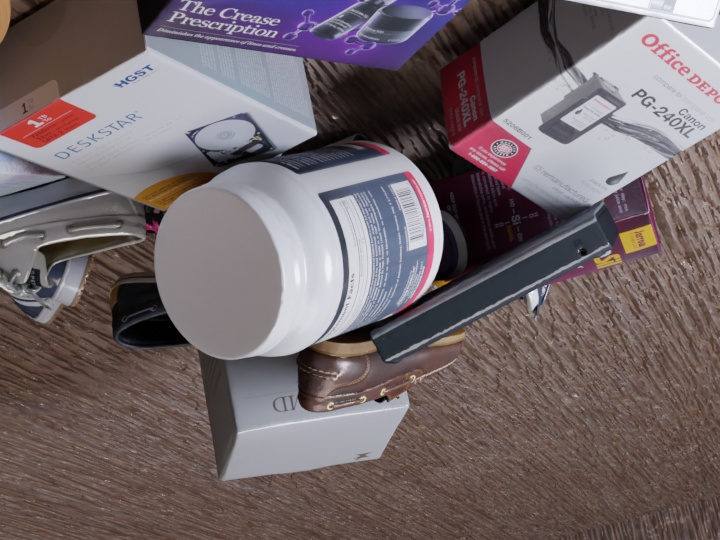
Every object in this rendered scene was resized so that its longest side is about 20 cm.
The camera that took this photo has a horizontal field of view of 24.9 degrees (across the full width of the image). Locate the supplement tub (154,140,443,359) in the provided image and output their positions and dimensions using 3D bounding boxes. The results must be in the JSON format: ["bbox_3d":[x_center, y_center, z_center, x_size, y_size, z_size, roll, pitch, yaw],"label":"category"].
[{"bbox_3d":[-0.043,-0.016,1.216,0.140,0.141,0.199,-29,173,38],"label":"supplement tub"}]

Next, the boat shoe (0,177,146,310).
[{"bbox_3d":[-0.261,-0.010,1.278,0.200,0.087,0.075,-17,168,-3],"label":"boat shoe"}]

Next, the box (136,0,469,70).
[{"bbox_3d":[-0.028,-0.204,1.043,0.198,0.080,0.141,3,152,-33],"label":"box"}]

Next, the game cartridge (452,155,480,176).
[{"bbox_3d":[0.177,-0.125,1.406,0.132,0.042,0.200,-6,158,-26],"label":"game cartridge"}]

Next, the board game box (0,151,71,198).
[{"bbox_3d":[-0.339,-0.062,1.197,0.197,0.044,0.200,-15,179,11],"label":"board game box"}]

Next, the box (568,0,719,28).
[{"bbox_3d":[0.150,-0.226,1.016,0.198,0.060,0.118,5,109,-35],"label":"box"}]

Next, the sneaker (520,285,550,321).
[{"bbox_3d":[0.178,-0.022,1.533,0.197,0.131,0.080,-16,160,10],"label":"sneaker"}]

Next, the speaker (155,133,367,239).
[{"bbox_3d":[-0.074,-0.048,1.405,0.198,0.082,0.081,-20,157,19],"label":"speaker"}]

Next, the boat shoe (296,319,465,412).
[{"bbox_3d":[0.016,0.080,1.420,0.070,0.071,0.199,19,-164,41],"label":"boat shoe"}]

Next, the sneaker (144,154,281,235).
[{"bbox_3d":[-0.151,-0.048,1.353,0.198,0.088,0.074,-17,159,14],"label":"sneaker"}]

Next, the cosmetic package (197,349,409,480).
[{"bbox_3d":[-0.063,0.073,1.548,0.166,0.202,0.167,-7,159,-13],"label":"cosmetic package"}]

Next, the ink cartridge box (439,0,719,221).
[{"bbox_3d":[0.181,-0.141,1.236,0.145,0.084,0.199,28,134,-36],"label":"ink cartridge box"}]

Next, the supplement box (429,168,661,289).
[{"bbox_3d":[0.155,-0.043,1.433,0.198,0.086,0.110,-16,158,11],"label":"supplement box"}]

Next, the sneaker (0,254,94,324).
[{"bbox_3d":[-0.301,-0.006,1.414,0.108,0.071,0.200,18,168,-17],"label":"sneaker"}]

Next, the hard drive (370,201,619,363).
[{"bbox_3d":[0.110,0.009,1.309,0.199,0.033,0.140,-29,-179,13],"label":"hard drive"}]

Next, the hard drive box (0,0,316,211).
[{"bbox_3d":[-0.153,-0.127,1.170,0.155,0.078,0.199,-24,155,28],"label":"hard drive box"}]

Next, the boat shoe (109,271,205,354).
[{"bbox_3d":[-0.120,0.039,1.389,0.198,0.063,0.075,0,142,8],"label":"boat shoe"}]

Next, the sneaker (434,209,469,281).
[{"bbox_3d":[0.000,0.000,1.387,0.087,0.076,0.200,-19,175,-35],"label":"sneaker"}]

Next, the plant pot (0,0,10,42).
[{"bbox_3d":[-0.309,-0.125,1.004,0.198,0.141,0.200,-10,160,-4],"label":"plant pot"}]
